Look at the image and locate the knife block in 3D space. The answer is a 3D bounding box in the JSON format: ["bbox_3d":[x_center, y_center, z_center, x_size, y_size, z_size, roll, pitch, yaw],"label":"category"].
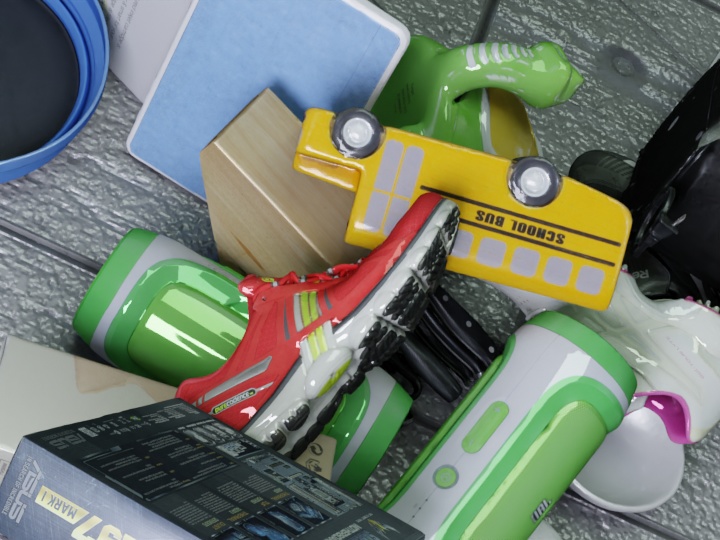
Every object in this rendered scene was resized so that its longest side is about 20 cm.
[{"bbox_3d":[0.000,0.000,1.217,0.175,0.200,0.064,16,45,26],"label":"knife block"}]

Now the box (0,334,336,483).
[{"bbox_3d":[-0.125,0.118,1.125,0.200,0.095,0.078,20,50,-12],"label":"box"}]

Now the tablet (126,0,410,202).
[{"bbox_3d":[-0.062,-0.112,1.246,0.130,0.200,0.014,32,40,0],"label":"tablet"}]

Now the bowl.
[{"bbox_3d":[-0.262,-0.140,1.268,0.200,0.039,0.201,7,59,-12],"label":"bowl"}]

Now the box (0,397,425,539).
[{"bbox_3d":[-0.067,0.126,0.955,0.158,0.051,0.200,27,9,13],"label":"box"}]

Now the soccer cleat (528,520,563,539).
[{"bbox_3d":[0.132,0.226,1.167,0.069,0.085,0.200,-2,58,-25],"label":"soccer cleat"}]

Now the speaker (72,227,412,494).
[{"bbox_3d":[-0.071,0.056,1.197,0.200,0.088,0.088,32,50,0],"label":"speaker"}]

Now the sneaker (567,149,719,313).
[{"bbox_3d":[0.195,-0.002,1.356,0.090,0.066,0.200,-3,57,-53],"label":"sneaker"}]

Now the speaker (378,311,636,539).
[{"bbox_3d":[0.076,0.122,1.167,0.088,0.088,0.200,38,74,5],"label":"speaker"}]

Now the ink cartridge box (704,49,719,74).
[{"bbox_3d":[0.329,-0.079,1.471,0.200,0.083,0.145,34,50,3],"label":"ink cartridge box"}]

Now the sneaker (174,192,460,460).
[{"bbox_3d":[-0.025,0.022,1.094,0.085,0.077,0.200,40,78,17],"label":"sneaker"}]

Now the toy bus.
[{"bbox_3d":[0.057,-0.039,1.166,0.200,0.065,0.078,15,92,-2],"label":"toy bus"}]

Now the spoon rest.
[{"bbox_3d":[0.151,0.068,1.304,0.099,0.061,0.200,-5,58,-26],"label":"spoon rest"}]

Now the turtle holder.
[{"bbox_3d":[0.056,-0.090,1.298,0.132,0.186,0.141,18,21,-28],"label":"turtle holder"}]

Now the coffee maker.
[{"bbox_3d":[0.277,-0.016,1.303,0.200,0.135,0.192,34,55,-5],"label":"coffee maker"}]

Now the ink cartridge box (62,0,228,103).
[{"bbox_3d":[-0.124,-0.230,1.337,0.200,0.147,0.146,47,51,11],"label":"ink cartridge box"}]

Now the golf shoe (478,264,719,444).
[{"bbox_3d":[0.152,0.041,1.251,0.200,0.075,0.092,24,79,-3],"label":"golf shoe"}]
